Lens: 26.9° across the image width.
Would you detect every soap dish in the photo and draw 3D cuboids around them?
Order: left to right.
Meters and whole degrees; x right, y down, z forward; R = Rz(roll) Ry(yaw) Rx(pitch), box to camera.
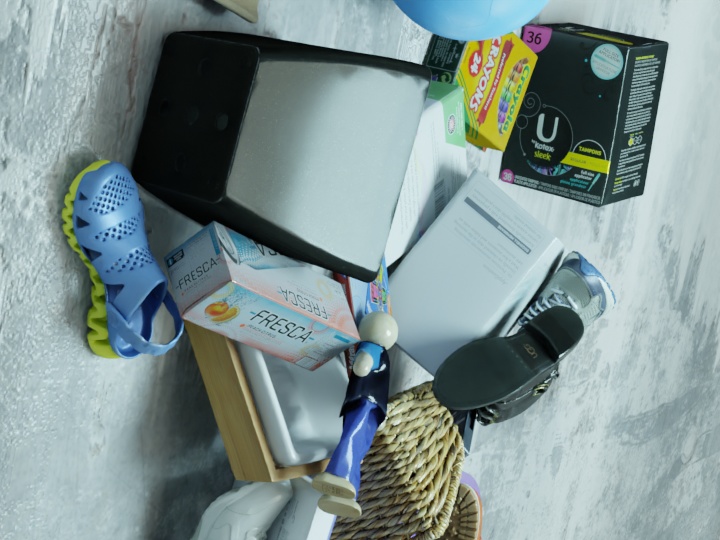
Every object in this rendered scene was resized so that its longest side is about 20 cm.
[{"bbox_3d":[-0.084,0.107,1.467,0.157,0.081,0.202,-1,69,-58],"label":"soap dish"}]

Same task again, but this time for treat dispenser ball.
[{"bbox_3d":[0.112,-0.335,1.521,0.200,0.200,0.203,-31,129,-47],"label":"treat dispenser ball"}]

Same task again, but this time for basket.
[{"bbox_3d":[0.020,0.221,1.610,0.142,0.199,0.150,-21,84,-54],"label":"basket"}]

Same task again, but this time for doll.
[{"bbox_3d":[0.002,0.125,1.425,0.137,0.048,0.201,79,23,-55],"label":"doll"}]

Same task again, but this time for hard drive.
[{"bbox_3d":[-0.088,0.262,1.511,0.025,0.200,0.133,17,90,-26],"label":"hard drive"}]

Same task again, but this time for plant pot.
[{"bbox_3d":[-0.085,-0.120,1.343,0.177,0.199,0.202,15,92,-46],"label":"plant pot"}]

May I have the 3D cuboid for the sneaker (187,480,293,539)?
[{"bbox_3d":[-0.124,0.284,1.476,0.200,0.100,0.078,-47,158,20],"label":"sneaker"}]

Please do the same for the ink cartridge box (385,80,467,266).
[{"bbox_3d":[0.028,-0.102,1.609,0.200,0.087,0.146,-40,135,-44],"label":"ink cartridge box"}]

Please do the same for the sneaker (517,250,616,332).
[{"bbox_3d":[0.223,0.053,1.690,0.085,0.077,0.200,-39,164,-23],"label":"sneaker"}]

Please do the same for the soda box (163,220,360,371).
[{"bbox_3d":[-0.085,0.027,1.363,0.063,0.069,0.200,-34,147,20],"label":"soda box"}]

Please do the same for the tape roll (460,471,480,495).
[{"bbox_3d":[0.076,0.343,1.916,0.200,0.065,0.202,-30,128,-47],"label":"tape roll"}]

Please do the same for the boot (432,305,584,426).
[{"bbox_3d":[0.153,0.126,1.621,0.199,0.070,0.175,-24,157,-21],"label":"boot"}]

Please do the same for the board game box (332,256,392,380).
[{"bbox_3d":[0.000,0.000,1.494,0.103,0.019,0.201,-58,148,-51],"label":"board game box"}]

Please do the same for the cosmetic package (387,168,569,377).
[{"bbox_3d":[0.123,0.014,1.674,0.200,0.123,0.199,-50,168,5],"label":"cosmetic package"}]

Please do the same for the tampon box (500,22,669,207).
[{"bbox_3d":[0.282,-0.200,1.894,0.126,0.149,0.202,-16,118,-54],"label":"tampon box"}]

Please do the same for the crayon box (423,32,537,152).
[{"bbox_3d":[0.143,-0.223,1.764,0.200,0.050,0.128,26,82,-58],"label":"crayon box"}]

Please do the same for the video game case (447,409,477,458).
[{"bbox_3d":[0.073,0.197,1.722,0.019,0.142,0.200,50,19,-11],"label":"video game case"}]

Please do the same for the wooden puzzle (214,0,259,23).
[{"bbox_3d":[-0.123,-0.340,1.318,0.185,0.037,0.202,22,81,-58],"label":"wooden puzzle"}]

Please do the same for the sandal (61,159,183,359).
[{"bbox_3d":[-0.199,-0.003,1.308,0.079,0.087,0.201,-37,132,-37],"label":"sandal"}]

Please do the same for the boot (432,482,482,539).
[{"bbox_3d":[0.120,0.338,1.862,0.107,0.075,0.202,-27,135,-53],"label":"boot"}]
